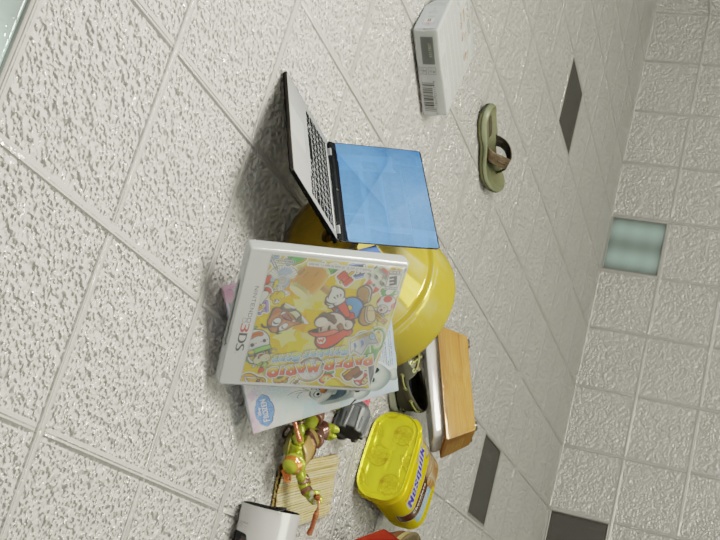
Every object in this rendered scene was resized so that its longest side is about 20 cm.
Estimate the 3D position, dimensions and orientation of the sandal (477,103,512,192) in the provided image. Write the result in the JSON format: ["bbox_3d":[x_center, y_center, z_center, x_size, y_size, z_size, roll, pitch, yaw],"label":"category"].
[{"bbox_3d":[0.272,-0.238,2.146,0.203,0.056,0.080,78,30,-41],"label":"sandal"}]

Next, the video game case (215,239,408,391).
[{"bbox_3d":[-0.057,0.058,1.258,0.023,0.197,0.184,-123,-137,-54],"label":"video game case"}]

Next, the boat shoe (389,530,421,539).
[{"bbox_3d":[0.019,0.483,1.785,0.198,0.067,0.073,-10,98,-48],"label":"boat shoe"}]

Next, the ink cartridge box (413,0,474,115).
[{"bbox_3d":[0.142,-0.383,1.802,0.202,0.056,0.164,-70,157,-45],"label":"ink cartridge box"}]

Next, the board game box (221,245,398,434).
[{"bbox_3d":[-0.057,0.086,1.315,0.044,0.196,0.203,-124,-157,-54],"label":"board game box"}]

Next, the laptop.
[{"bbox_3d":[-0.001,-0.135,1.313,0.189,0.114,0.201,-98,163,-45],"label":"laptop"}]

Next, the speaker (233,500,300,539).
[{"bbox_3d":[-0.135,0.399,1.365,0.081,0.080,0.203,33,68,-66],"label":"speaker"}]

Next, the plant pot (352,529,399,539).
[{"bbox_3d":[0.030,0.537,1.621,0.198,0.175,0.204,-4,104,-47],"label":"plant pot"}]

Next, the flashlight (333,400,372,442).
[{"bbox_3d":[0.017,0.165,1.663,0.068,0.067,0.202,71,34,-51],"label":"flashlight"}]

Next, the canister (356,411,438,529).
[{"bbox_3d":[0.069,0.348,1.838,0.201,0.085,0.151,61,43,-59],"label":"canister"}]

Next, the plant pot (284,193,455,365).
[{"bbox_3d":[0.000,0.000,1.419,0.189,0.198,0.203,47,54,-44],"label":"plant pot"}]

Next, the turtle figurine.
[{"bbox_3d":[-0.074,0.245,1.475,0.161,0.063,0.203,-52,136,-63],"label":"turtle figurine"}]

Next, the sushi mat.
[{"bbox_3d":[-0.080,0.321,1.557,0.199,0.012,0.097,12,88,-68],"label":"sushi mat"}]

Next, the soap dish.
[{"bbox_3d":[0.156,0.216,1.899,0.158,0.080,0.203,88,-1,-69],"label":"soap dish"}]

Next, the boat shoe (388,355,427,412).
[{"bbox_3d":[0.078,0.160,1.818,0.072,0.059,0.204,-57,148,-45],"label":"boat shoe"}]
